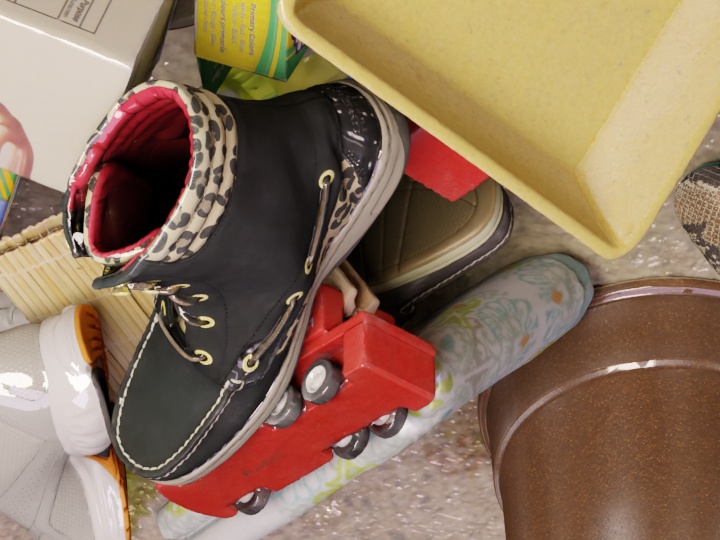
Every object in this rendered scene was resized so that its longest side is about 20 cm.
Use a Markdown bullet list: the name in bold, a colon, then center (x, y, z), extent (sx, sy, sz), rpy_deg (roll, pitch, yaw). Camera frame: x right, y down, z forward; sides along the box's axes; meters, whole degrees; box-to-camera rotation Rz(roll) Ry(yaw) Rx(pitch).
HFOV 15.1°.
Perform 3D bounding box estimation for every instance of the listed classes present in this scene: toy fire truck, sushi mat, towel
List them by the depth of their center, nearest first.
- **toy fire truck**: center (-0.015, 0.015, 1.226), extent (0.049, 0.141, 0.200), rpy_deg (28, 136, -34)
- **sushi mat**: center (-0.098, 0.024, 1.272), extent (0.096, 0.012, 0.200), rpy_deg (-24, 145, 5)
- **towel**: center (0.008, 0.070, 1.327), extent (0.200, 0.171, 0.048), rpy_deg (-35, 90, 33)

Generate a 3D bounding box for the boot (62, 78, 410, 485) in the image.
- **boot**: center (-0.078, 0.004, 1.118), extent (0.154, 0.073, 0.204), rpy_deg (0, 127, -58)

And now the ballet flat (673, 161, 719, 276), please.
- **ballet flat**: center (0.237, 0.018, 1.316), extent (0.200, 0.075, 0.068), rpy_deg (30, 131, -23)

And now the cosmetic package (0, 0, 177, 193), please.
- **cosmetic package**: center (-0.178, -0.121, 1.103), extent (0.200, 0.103, 0.087), rpy_deg (22, 136, 0)

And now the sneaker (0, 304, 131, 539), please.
- **sneaker**: center (-0.158, 0.088, 1.270), extent (0.092, 0.076, 0.200), rpy_deg (-8, 141, -3)

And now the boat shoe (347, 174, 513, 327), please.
- **boat shoe**: center (-0.001, 0.001, 1.328), extent (0.201, 0.072, 0.066), rpy_deg (-22, 138, 33)

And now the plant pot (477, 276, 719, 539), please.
- **plant pot**: center (0.157, 0.142, 1.361), extent (0.200, 0.198, 0.200), rpy_deg (2, 135, 2)

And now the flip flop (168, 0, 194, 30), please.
- **flip flop**: center (-0.131, -0.169, 1.156), extent (0.200, 0.058, 0.081), rpy_deg (36, 84, -21)

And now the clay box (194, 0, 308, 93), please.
- **clay box**: center (-0.027, -0.171, 1.119), extent (0.048, 0.115, 0.200), rpy_deg (16, 137, 13)

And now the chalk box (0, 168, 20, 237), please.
- **chalk box**: center (-0.218, -0.062, 1.242), extent (0.124, 0.124, 0.200), rpy_deg (16, 133, -12)

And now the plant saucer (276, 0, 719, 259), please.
- **plant saucer**: center (0.081, -0.138, 1.136), extent (0.200, 0.048, 0.200), rpy_deg (34, 86, -26)

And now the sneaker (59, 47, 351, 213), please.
- **sneaker**: center (-0.049, -0.047, 1.276), extent (0.200, 0.076, 0.105), rpy_deg (-33, 124, 31)

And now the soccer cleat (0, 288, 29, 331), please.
- **soccer cleat**: center (-0.151, 0.020, 1.353), extent (0.085, 0.069, 0.200), rpy_deg (41, 136, -21)
